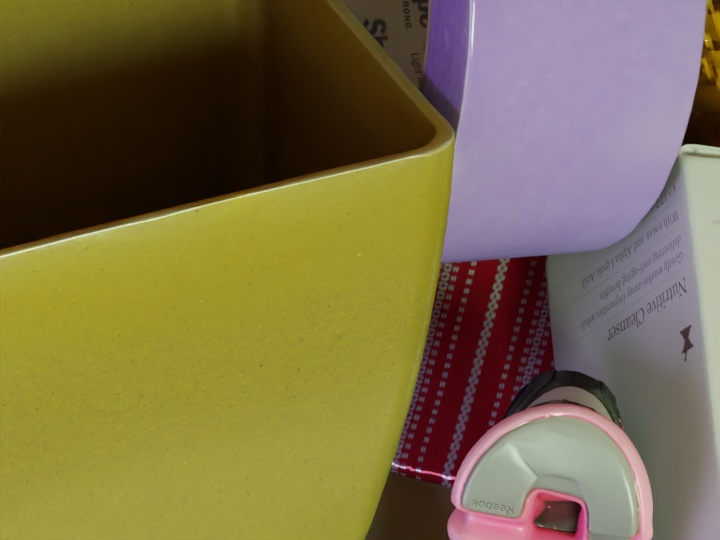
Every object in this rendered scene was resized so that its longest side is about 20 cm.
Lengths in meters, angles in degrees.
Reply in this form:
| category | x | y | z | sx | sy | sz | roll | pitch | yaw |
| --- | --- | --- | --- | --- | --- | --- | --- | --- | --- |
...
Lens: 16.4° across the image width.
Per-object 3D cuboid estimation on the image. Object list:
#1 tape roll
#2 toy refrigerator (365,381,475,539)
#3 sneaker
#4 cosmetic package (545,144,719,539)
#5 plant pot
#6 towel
| category | x | y | z | sx | sy | sz | roll | pitch | yaw |
| --- | --- | --- | --- | --- | --- | --- | --- | --- | --- |
| tape roll | 0.036 | -0.103 | 0.858 | 0.200 | 0.084 | 0.202 | 175 | 90 | -70 |
| toy refrigerator | 0.034 | 0.083 | 0.990 | 0.070 | 0.076 | 0.200 | -49 | 65 | 12 |
| sneaker | 0.056 | 0.124 | 0.847 | 0.096 | 0.078 | 0.201 | -80 | 2 | -69 |
| cosmetic package | 0.128 | 0.073 | 0.850 | 0.113 | 0.081 | 0.202 | 136 | 135 | -60 |
| plant pot | -0.088 | 0.013 | 0.850 | 0.200 | 0.198 | 0.178 | -127 | 27 | -55 |
| towel | 0.000 | 0.000 | 0.968 | 0.199 | 0.146 | 0.022 | 13 | 170 | 23 |
